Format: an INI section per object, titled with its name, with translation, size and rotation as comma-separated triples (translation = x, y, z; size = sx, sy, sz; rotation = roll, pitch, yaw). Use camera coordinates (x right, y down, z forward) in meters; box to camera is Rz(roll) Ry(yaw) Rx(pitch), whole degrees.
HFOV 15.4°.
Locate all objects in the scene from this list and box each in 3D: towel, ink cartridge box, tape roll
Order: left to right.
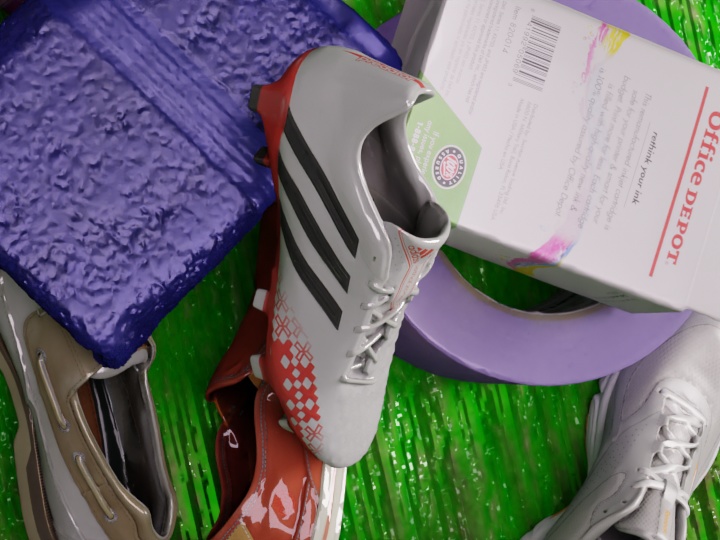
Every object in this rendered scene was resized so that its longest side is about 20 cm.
[towel]
translation = -0.097, -0.071, 1.199
size = 0.148, 0.050, 0.200
rotation = 43, 77, 0
[tape roll]
translation = 0.078, -0.043, 1.316
size = 0.199, 0.085, 0.202
rotation = 0, 89, -19
[ink cartridge box]
translation = 0.105, -0.052, 1.246
size = 0.199, 0.067, 0.118
rotation = 21, 82, -16

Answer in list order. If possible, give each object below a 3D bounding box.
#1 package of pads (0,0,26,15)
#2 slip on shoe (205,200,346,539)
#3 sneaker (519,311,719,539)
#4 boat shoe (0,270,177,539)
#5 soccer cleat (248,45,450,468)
[package of pads]
translation = -0.081, -0.184, 1.271
size = 0.120, 0.076, 0.201
rotation = 34, 79, -13
[slip on shoe]
translation = -0.041, 0.049, 1.258
size = 0.061, 0.074, 0.201
rotation = 12, 65, -20
[sneaker]
translation = 0.145, 0.110, 1.330
size = 0.075, 0.092, 0.201
rotation = 32, 79, -16
[boat shoe]
translation = -0.129, 0.038, 1.240
size = 0.075, 0.068, 0.201
rotation = -26, 106, -54
[soccer cleat]
translation = 0.000, 0.000, 1.162
size = 0.069, 0.085, 0.201
rotation = -32, 127, -50
